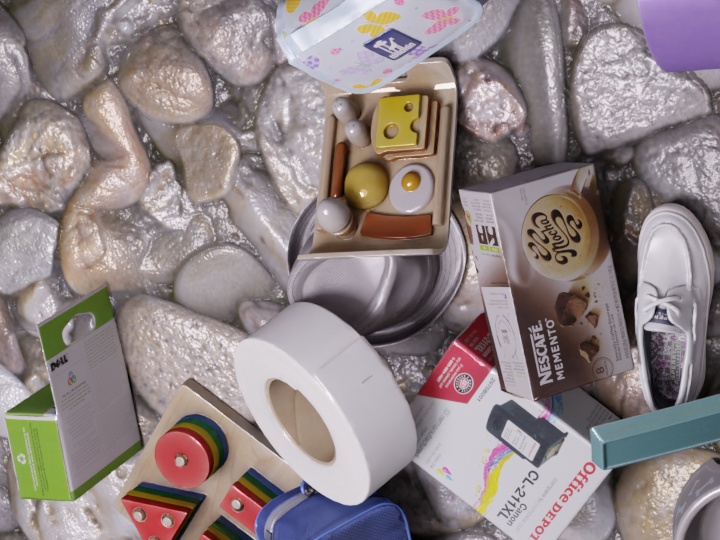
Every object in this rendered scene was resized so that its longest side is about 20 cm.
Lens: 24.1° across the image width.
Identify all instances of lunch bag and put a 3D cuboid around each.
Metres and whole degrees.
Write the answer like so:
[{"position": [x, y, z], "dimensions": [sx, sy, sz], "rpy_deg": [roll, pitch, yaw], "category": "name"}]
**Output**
[{"position": [0.030, -0.248, 1.526], "dimensions": [0.169, 0.200, 0.128], "rpy_deg": [-29, 95, 29], "category": "lunch bag"}, {"position": [-0.027, 0.309, 1.771], "dimensions": [0.132, 0.135, 0.202], "rpy_deg": [21, 128, 58], "category": "lunch bag"}]

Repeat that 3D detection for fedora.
[{"position": [0.000, 0.000, 1.691], "dimensions": [0.199, 0.090, 0.178], "rpy_deg": [-32, 94, 30], "category": "fedora"}]

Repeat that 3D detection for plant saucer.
[{"position": [0.313, 0.145, 1.578], "dimensions": [0.198, 0.019, 0.070], "rpy_deg": [-15, 145, -1], "category": "plant saucer"}]

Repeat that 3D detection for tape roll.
[{"position": [0.290, -0.268, 1.403], "dimensions": [0.084, 0.200, 0.202], "rpy_deg": [0, 108, 24], "category": "tape roll"}, {"position": [-0.036, 0.132, 1.678], "dimensions": [0.202, 0.071, 0.203], "rpy_deg": [39, 150, 28], "category": "tape roll"}]

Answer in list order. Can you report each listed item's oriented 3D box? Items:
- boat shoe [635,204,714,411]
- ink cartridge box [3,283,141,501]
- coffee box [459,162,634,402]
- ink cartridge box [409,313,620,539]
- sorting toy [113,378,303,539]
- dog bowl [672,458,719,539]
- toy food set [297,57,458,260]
[{"position": [0.288, 0.041, 1.583], "dimensions": [0.071, 0.068, 0.202], "rpy_deg": [9, 112, 20], "category": "boat shoe"}, {"position": [-0.323, 0.131, 1.851], "dimensions": [0.075, 0.148, 0.202], "rpy_deg": [-2, 107, 25], "category": "ink cartridge box"}, {"position": [0.175, 0.009, 1.586], "dimensions": [0.112, 0.080, 0.202], "rpy_deg": [-15, 99, -18], "category": "coffee box"}, {"position": [0.152, 0.166, 1.689], "dimensions": [0.199, 0.083, 0.146], "rpy_deg": [37, 118, 8], "category": "ink cartridge box"}, {"position": [-0.171, 0.261, 1.875], "dimensions": [0.198, 0.070, 0.201], "rpy_deg": [36, 119, 8], "category": "sorting toy"}, {"position": [0.395, 0.272, 1.634], "dimensions": [0.198, 0.059, 0.202], "rpy_deg": [8, 112, 21], "category": "dog bowl"}, {"position": [0.014, -0.105, 1.619], "dimensions": [0.142, 0.060, 0.202], "rpy_deg": [-3, 72, 24], "category": "toy food set"}]
